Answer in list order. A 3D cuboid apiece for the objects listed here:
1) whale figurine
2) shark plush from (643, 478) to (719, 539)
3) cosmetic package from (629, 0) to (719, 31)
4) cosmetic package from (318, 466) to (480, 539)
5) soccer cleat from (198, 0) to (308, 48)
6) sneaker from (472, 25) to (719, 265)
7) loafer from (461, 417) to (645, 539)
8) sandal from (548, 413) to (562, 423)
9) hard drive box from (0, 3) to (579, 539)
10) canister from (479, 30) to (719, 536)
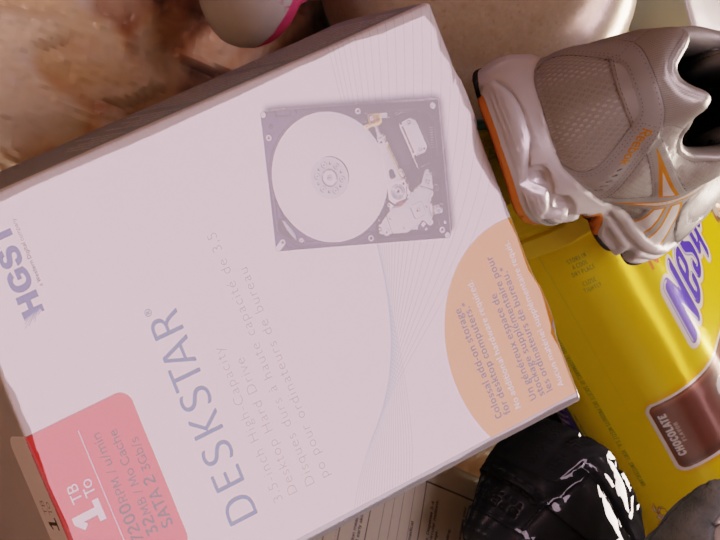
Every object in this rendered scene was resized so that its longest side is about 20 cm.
[{"bbox_3d":[0.054,-0.153,1.160,0.104,0.159,0.200,101,-1,-76],"label":"whale figurine"},{"bbox_3d":[0.084,0.156,1.109,0.083,0.200,0.091,49,33,-17],"label":"shark plush"},{"bbox_3d":[0.125,-0.154,1.272,0.108,0.085,0.200,-51,131,-48],"label":"cosmetic package"},{"bbox_3d":[-0.007,0.120,1.130,0.200,0.071,0.105,29,69,-50],"label":"cosmetic package"},{"bbox_3d":[-0.051,-0.186,1.067,0.086,0.070,0.200,13,79,-37],"label":"soccer cleat"},{"bbox_3d":[0.120,-0.051,1.067,0.200,0.092,0.076,1,72,-67],"label":"sneaker"},{"bbox_3d":[0.095,0.139,1.162,0.070,0.068,0.201,-49,134,-17],"label":"loafer"},{"bbox_3d":[0.104,0.104,1.295,0.200,0.054,0.080,15,56,-67],"label":"sandal"},{"bbox_3d":[-0.045,0.017,0.990,0.200,0.077,0.156,-27,100,-25],"label":"hard drive box"},{"bbox_3d":[0.118,0.013,1.227,0.200,0.086,0.149,58,26,-24],"label":"canister"}]
